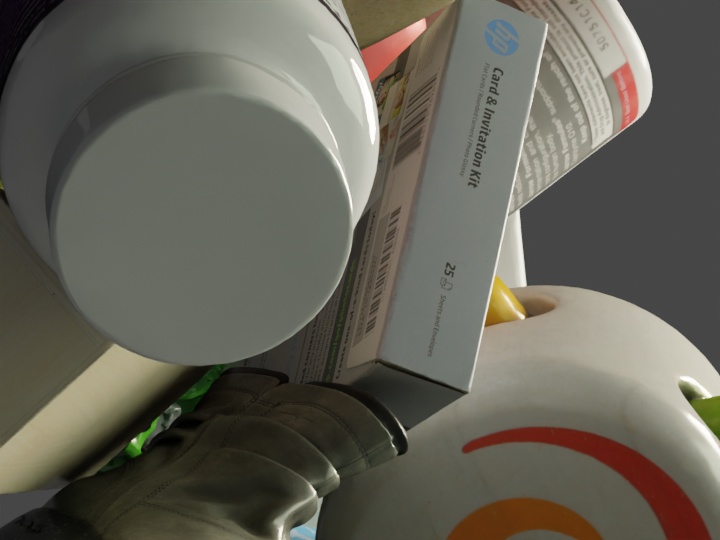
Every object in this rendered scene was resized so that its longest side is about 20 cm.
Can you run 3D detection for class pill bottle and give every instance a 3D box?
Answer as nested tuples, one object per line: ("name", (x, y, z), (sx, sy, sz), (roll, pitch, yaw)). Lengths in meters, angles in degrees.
("pill bottle", (-0.054, -0.052, 0.754), (0.200, 0.111, 0.112), (-106, -174, -64))
("pill bottle", (0.028, -0.064, 1.172), (0.114, 0.200, 0.114), (48, -15, 18))

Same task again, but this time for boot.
("boot", (-0.033, 0.083, 0.835), (0.200, 0.131, 0.068), (15, -43, 54))

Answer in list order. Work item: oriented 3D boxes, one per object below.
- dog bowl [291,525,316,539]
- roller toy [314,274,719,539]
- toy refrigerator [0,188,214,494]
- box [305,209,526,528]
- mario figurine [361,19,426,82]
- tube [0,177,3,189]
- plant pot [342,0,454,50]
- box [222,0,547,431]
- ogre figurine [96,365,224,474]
("dog bowl", (-0.031, 0.206, 1.140), (0.111, 0.050, 0.200), (-96, -170, -65))
("roller toy", (0.074, 0.104, 1.044), (0.140, 0.200, 0.183), (-72, -178, -72))
("toy refrigerator", (-0.110, 0.025, 0.842), (0.070, 0.076, 0.200), (48, 2, 6))
("box", (-0.006, 0.076, 1.306), (0.200, 0.171, 0.199), (155, -71, -80))
("mario figurine", (-0.051, -0.148, 1.046), (0.200, 0.106, 0.123), (46, -30, -9))
("tube", (-0.133, -0.033, 0.834), (0.200, 0.058, 0.052), (63, 29, -71))
("plant pot", (-0.069, -0.130, 0.914), (0.187, 0.200, 0.187), (-6, 90, -85))
("box", (0.000, 0.000, 0.983), (0.200, 0.041, 0.156), (-38, -145, 59))
("ogre figurine", (-0.086, 0.056, 1.112), (0.200, 0.098, 0.120), (49, 49, -54))
